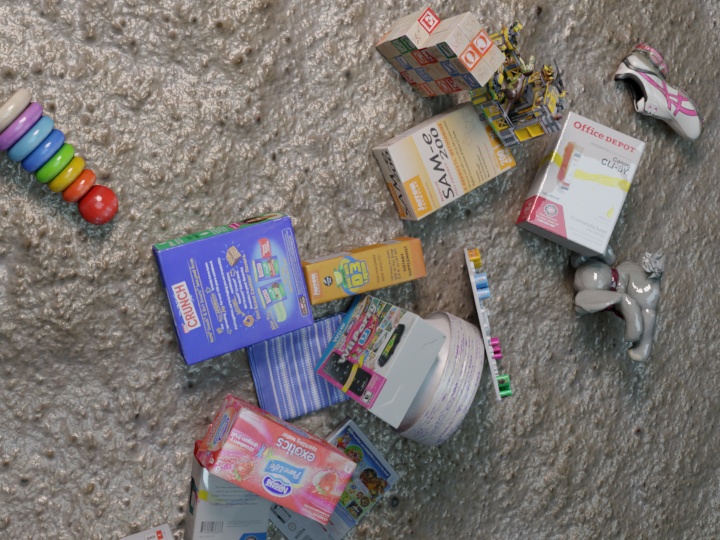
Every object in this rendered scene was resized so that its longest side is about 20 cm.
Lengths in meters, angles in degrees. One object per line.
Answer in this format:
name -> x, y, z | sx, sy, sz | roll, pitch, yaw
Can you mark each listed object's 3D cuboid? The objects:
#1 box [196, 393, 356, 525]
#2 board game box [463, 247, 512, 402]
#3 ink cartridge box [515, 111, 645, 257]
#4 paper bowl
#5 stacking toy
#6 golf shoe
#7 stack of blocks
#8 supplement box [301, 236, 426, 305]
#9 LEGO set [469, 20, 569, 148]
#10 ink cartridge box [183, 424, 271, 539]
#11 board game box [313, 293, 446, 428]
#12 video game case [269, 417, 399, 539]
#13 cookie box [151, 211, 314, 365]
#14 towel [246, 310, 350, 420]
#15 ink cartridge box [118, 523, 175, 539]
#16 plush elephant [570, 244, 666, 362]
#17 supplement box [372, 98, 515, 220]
box -> -0.121, 0.271, 1.153 | 0.199, 0.094, 0.104 | 32, 82, -22
board game box -> 0.202, 0.078, 1.281 | 0.025, 0.200, 0.203 | -13, 102, 7
ink cartridge box -> 0.370, -0.144, 1.358 | 0.143, 0.083, 0.203 | 22, 87, 0
paper bowl -> 0.097, 0.158, 1.240 | 0.103, 0.200, 0.203 | 25, 87, -14
stacking toy -> -0.404, -0.143, 1.078 | 0.086, 0.085, 0.200 | -48, 117, -10
golf shoe -> 0.530, -0.302, 1.436 | 0.092, 0.073, 0.200 | -44, 100, -5
stack of blocks -> 0.114, -0.325, 1.192 | 0.115, 0.200, 0.059 | 44, 81, -21
supplement box -> 0.000, 0.000, 1.258 | 0.197, 0.069, 0.068 | -14, 99, -18
LEGO set -> 0.261, -0.296, 1.250 | 0.155, 0.115, 0.201 | 56, 41, -25
ink cartridge box -> -0.195, 0.325, 1.215 | 0.115, 0.067, 0.203 | 7, 94, -24
board game box -> 0.024, 0.125, 1.190 | 0.064, 0.199, 0.149 | 33, 84, -25
video game case -> -0.047, 0.359, 1.306 | 0.200, 0.018, 0.144 | -43, 109, -12
cookie box -> -0.186, 0.022, 1.180 | 0.197, 0.075, 0.174 | -16, 102, -20
towel -> -0.074, 0.151, 1.268 | 0.197, 0.024, 0.147 | -15, 103, -20
ink cartridge box -> -0.346, 0.436, 1.117 | 0.197, 0.162, 0.051 | -9, 107, -21
plush elephant -> 0.438, 0.039, 1.403 | 0.202, 0.152, 0.166 | 82, 21, -43
supplement box -> 0.134, -0.181, 1.286 | 0.198, 0.073, 0.127 | -30, 105, -16
